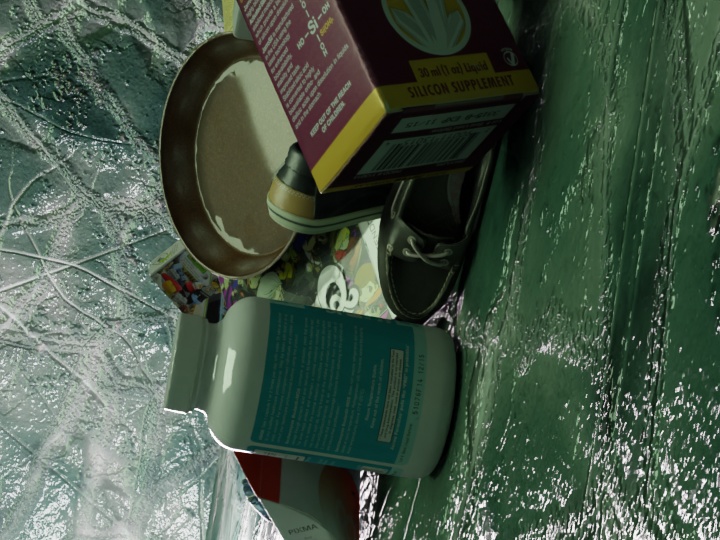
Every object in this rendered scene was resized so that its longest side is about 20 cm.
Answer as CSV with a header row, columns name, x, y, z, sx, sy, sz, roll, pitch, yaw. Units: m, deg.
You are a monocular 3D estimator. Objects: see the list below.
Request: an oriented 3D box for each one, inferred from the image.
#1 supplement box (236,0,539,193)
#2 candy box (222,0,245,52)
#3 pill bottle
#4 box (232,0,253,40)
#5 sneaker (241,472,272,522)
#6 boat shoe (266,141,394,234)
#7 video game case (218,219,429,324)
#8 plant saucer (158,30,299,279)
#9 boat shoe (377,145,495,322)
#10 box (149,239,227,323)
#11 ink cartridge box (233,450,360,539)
name,x,y,z,sx,sy,sz,roll,pitch,yaw
supplement box,0.008,-0.166,1.090,0.103,0.130,0.201,-48,61,50
candy box,-0.062,-0.248,1.455,0.055,0.115,0.201,-49,31,29
pill bottle,-0.038,0.081,1.186,0.111,0.198,0.112,-170,90,-81
box,0.010,-0.293,1.302,0.172,0.197,0.201,-91,11,-51
sneaker,-0.051,0.187,1.592,0.077,0.085,0.200,-28,18,22
boat shoe,0.009,-0.080,1.233,0.199,0.074,0.063,-20,-49,-47
video game case,-0.031,0.012,1.333,0.200,0.036,0.182,-44,48,32
plant saucer,-0.094,-0.094,1.359,0.199,0.034,0.202,6,98,48
boat shoe,0.055,-0.056,1.179,0.057,0.066,0.202,-96,20,-78
box,-0.086,0.038,1.500,0.110,0.200,0.035,-36,20,13
ink cartridge box,-0.051,0.149,1.424,0.163,0.050,0.201,-89,-18,-47
